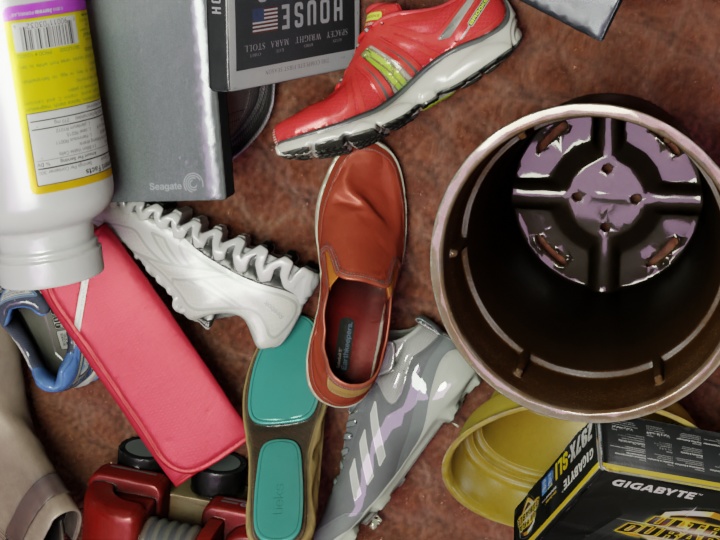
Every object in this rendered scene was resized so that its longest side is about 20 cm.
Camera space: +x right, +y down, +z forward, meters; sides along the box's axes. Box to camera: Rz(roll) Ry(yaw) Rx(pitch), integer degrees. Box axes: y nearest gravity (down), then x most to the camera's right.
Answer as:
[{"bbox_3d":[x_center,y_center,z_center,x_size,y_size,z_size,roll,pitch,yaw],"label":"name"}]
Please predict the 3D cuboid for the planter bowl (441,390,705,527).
[{"bbox_3d":[0.158,0.112,1.113,0.197,0.084,0.202,2,144,1],"label":"planter bowl"}]

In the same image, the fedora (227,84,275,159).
[{"bbox_3d":[-0.163,-0.153,1.128,0.199,0.090,0.178,37,110,1],"label":"fedora"}]

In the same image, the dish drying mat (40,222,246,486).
[{"bbox_3d":[-0.168,0.066,1.163,0.076,0.018,0.201,-32,98,6],"label":"dish drying mat"}]

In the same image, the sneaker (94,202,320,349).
[{"bbox_3d":[-0.133,-0.005,1.165,0.198,0.075,0.082,24,97,7],"label":"sneaker"}]

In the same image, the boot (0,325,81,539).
[{"bbox_3d":[-0.273,0.152,1.218,0.146,0.070,0.202,40,134,36],"label":"boot"}]

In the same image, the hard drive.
[{"bbox_3d":[-0.163,-0.149,1.063,0.138,0.033,0.203,0,104,15],"label":"hard drive"}]

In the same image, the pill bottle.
[{"bbox_3d":[-0.223,-0.093,1.020,0.103,0.104,0.203,-4,103,14],"label":"pill bottle"}]

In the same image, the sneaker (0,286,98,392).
[{"bbox_3d":[-0.256,0.004,1.196,0.076,0.085,0.202,-19,100,17],"label":"sneaker"}]

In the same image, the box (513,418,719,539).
[{"bbox_3d":[0.227,0.173,1.080,0.197,0.050,0.160,12,145,-13],"label":"box"}]

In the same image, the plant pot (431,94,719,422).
[{"bbox_3d":[0.159,-0.029,1.024,0.197,0.198,0.203,3,107,11],"label":"plant pot"}]

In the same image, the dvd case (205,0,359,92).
[{"bbox_3d":[-0.053,-0.234,1.054,0.024,0.150,0.203,10,109,36],"label":"dvd case"}]

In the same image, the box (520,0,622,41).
[{"bbox_3d":[0.104,-0.259,0.980,0.195,0.200,0.125,27,111,5],"label":"box"}]

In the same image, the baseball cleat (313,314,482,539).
[{"bbox_3d":[0.007,0.124,1.187,0.106,0.070,0.201,39,100,6],"label":"baseball cleat"}]

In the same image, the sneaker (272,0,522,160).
[{"bbox_3d":[0.018,-0.147,1.092,0.198,0.077,0.086,-30,87,-4],"label":"sneaker"}]

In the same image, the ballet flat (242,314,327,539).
[{"bbox_3d":[-0.059,0.132,1.167,0.068,0.202,0.063,1,149,8],"label":"ballet flat"}]

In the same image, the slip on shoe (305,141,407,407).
[{"bbox_3d":[0.000,0.000,1.121,0.073,0.061,0.203,10,81,-14],"label":"slip on shoe"}]

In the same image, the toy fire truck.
[{"bbox_3d":[-0.143,0.234,1.173,0.174,0.200,0.131,10,107,10],"label":"toy fire truck"}]
